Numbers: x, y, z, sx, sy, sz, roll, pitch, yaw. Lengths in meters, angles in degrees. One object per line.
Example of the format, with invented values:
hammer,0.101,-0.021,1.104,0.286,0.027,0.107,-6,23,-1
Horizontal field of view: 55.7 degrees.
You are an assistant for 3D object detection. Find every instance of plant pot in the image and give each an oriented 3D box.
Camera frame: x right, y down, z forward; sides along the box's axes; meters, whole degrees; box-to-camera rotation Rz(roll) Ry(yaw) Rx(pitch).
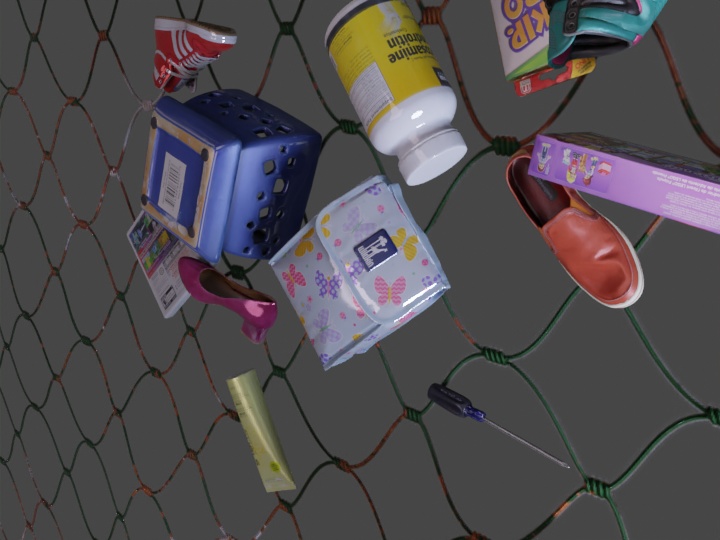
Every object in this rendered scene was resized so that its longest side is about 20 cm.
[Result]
plant pot,-0.195,-0.134,0.969,0.198,0.178,0.204,32,118,29

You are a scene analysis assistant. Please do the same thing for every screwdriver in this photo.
screwdriver,0.165,0.187,0.831,0.197,0.029,0.029,23,113,31

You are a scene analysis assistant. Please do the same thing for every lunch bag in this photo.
lunch bag,0.000,0.000,0.867,0.199,0.126,0.172,-36,78,32

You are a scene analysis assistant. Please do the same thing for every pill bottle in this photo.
pill bottle,0.044,-0.208,0.792,0.111,0.111,0.204,-34,77,39

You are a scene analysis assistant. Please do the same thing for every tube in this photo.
tube,-0.162,0.264,1.111,0.058,0.051,0.205,169,81,-81

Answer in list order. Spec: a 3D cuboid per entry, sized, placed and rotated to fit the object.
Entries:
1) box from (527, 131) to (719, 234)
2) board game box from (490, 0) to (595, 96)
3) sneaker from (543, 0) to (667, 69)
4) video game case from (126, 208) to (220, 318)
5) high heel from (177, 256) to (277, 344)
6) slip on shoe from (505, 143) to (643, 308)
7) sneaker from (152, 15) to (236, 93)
box,0.268,-0.082,0.611,0.197,0.135,0.040,25,115,33
board game box,0.181,-0.296,0.714,0.094,0.030,0.206,-10,95,41
sneaker,0.188,-0.261,0.648,0.196,0.083,0.124,22,95,17
video game case,-0.336,-0.043,1.211,0.199,0.023,0.185,-40,73,39
high heel,-0.211,0.023,1.077,0.200,0.067,0.097,44,133,16
slip on shoe,0.217,-0.046,0.712,0.074,0.061,0.203,-42,73,35
sneaker,-0.259,-0.325,1.053,0.198,0.070,0.116,25,111,43
